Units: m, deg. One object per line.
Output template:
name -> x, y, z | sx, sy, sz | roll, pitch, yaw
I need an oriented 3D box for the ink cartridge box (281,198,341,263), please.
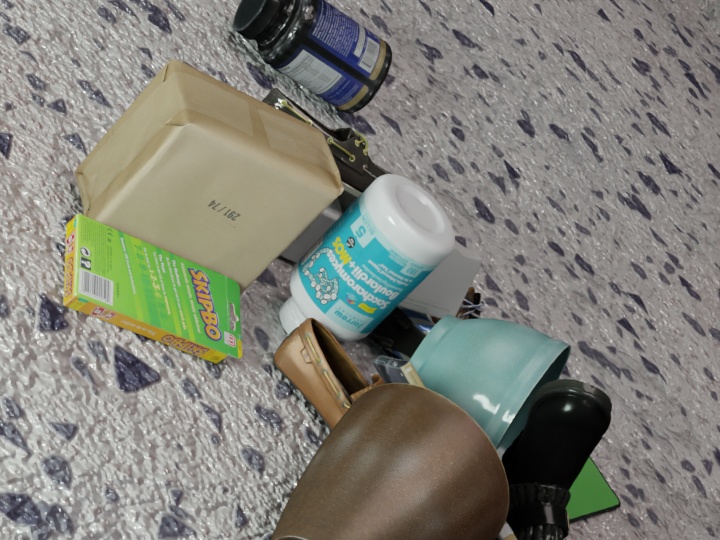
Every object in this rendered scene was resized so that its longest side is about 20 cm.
ink cartridge box -> -0.131, -0.115, 1.851 | 0.199, 0.084, 0.146 | 27, 31, -32

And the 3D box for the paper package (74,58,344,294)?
paper package -> -0.156, -0.085, 1.655 | 0.199, 0.191, 0.104 | 24, 34, -36

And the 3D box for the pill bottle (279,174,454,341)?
pill bottle -> 0.000, 0.000, 1.748 | 0.111, 0.200, 0.111 | 32, 29, -21

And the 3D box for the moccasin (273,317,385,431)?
moccasin -> 0.002, 0.133, 1.700 | 0.202, 0.078, 0.074 | 49, 26, 8

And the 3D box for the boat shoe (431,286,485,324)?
boat shoe -> 0.107, 0.048, 1.973 | 0.072, 0.072, 0.201 | 5, 47, -52

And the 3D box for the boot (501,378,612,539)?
boot -> 0.186, 0.221, 1.631 | 0.079, 0.212, 0.158 | 17, 50, -2

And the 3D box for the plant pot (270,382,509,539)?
plant pot -> 0.008, 0.230, 1.493 | 0.187, 0.187, 0.200 | 48, 41, 5

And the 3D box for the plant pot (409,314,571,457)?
plant pot -> 0.117, 0.131, 1.765 | 0.134, 0.201, 0.200 | 32, 24, 14

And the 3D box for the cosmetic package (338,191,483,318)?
cosmetic package -> 0.032, -0.029, 1.882 | 0.107, 0.085, 0.200 | 18, 14, -41

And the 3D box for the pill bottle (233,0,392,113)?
pill bottle -> -0.064, -0.302, 2.174 | 0.199, 0.112, 0.112 | 31, 30, -27

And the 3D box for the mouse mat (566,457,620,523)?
mouse mat -> 0.226, 0.213, 1.985 | 0.161, 0.008, 0.200 | -1, 51, -55

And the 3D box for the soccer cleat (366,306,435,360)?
soccer cleat -> 0.081, 0.086, 1.887 | 0.200, 0.070, 0.086 | 42, 23, -10

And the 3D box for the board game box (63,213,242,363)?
board game box -> -0.200, 0.022, 1.610 | 0.199, 0.030, 0.096 | 22, 47, -33

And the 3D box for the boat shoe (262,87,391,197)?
boat shoe -> -0.028, -0.134, 1.832 | 0.200, 0.061, 0.072 | 27, 14, -23

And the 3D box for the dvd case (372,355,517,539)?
dvd case -> 0.079, 0.174, 1.613 | 0.201, 0.016, 0.149 | 59, -9, -5
